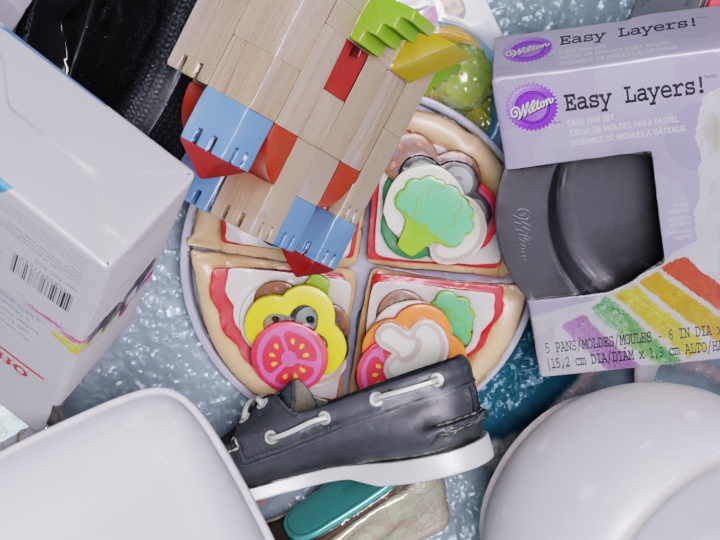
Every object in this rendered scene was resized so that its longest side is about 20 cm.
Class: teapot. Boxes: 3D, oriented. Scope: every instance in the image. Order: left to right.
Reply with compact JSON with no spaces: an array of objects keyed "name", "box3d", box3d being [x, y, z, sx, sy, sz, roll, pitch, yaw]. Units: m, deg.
[{"name":"teapot","box3d":[0.139,0.135,0.907,0.198,0.146,0.199,-7,117,-32]}]

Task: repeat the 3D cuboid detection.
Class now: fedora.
[{"name":"fedora","box3d":[-0.101,-0.123,0.861,0.091,0.200,0.202,20,91,-38]}]

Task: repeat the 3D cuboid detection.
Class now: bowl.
[{"name":"bowl","box3d":[-0.127,0.181,0.836,0.199,0.075,0.201,-27,81,0]}]

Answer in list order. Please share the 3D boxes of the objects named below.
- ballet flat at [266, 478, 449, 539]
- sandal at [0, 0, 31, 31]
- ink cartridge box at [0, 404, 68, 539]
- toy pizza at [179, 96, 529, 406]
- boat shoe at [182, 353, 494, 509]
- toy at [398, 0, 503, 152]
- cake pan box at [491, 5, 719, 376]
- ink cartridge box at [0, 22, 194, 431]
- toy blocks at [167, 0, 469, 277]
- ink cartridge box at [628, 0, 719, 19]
[{"name":"ballet flat","box3d":[-0.038,0.167,0.922,0.199,0.068,0.063,-28,119,-3]},{"name":"sandal","box3d":[-0.183,-0.193,0.850,0.079,0.060,0.207,17,130,-38]},{"name":"ink cartridge box","box3d":[-0.265,0.112,0.894,0.199,0.045,0.177,-36,97,-3]},{"name":"toy pizza","box3d":[0.000,0.000,0.905,0.198,0.032,0.202,0,107,-1]},{"name":"boat shoe","box3d":[-0.027,0.087,0.894,0.198,0.076,0.061,-11,93,13]},{"name":"toy","box3d":[0.032,-0.105,0.918,0.114,0.047,0.201,-28,97,-3]},{"name":"cake pan box","box3d":[0.168,-0.040,0.851,0.198,0.052,0.186,-5,120,10]},{"name":"ink cartridge box","box3d":[-0.163,-0.012,0.800,0.115,0.200,0.068,38,57,2]},{"name":"toy blocks","box3d":[-0.035,-0.074,0.794,0.099,0.200,0.138,28,92,25]},{"name":"ink cartridge box","box3d":[0.263,-0.121,0.884,0.199,0.176,0.085,25,89,-8]}]
